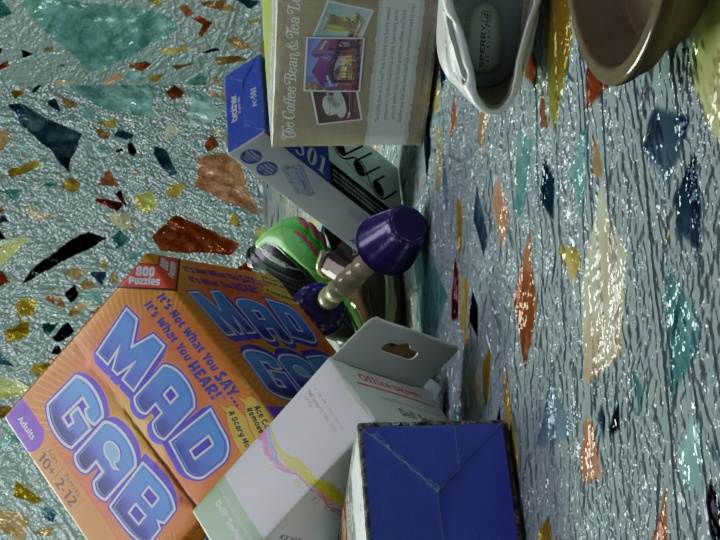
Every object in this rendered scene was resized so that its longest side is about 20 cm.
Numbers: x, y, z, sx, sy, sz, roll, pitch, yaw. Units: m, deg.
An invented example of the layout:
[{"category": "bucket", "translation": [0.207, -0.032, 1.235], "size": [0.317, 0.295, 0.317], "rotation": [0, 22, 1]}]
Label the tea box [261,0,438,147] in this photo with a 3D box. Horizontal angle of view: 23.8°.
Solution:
[{"category": "tea box", "translation": [-0.012, -0.236, 1.390], "size": [0.200, 0.133, 0.197], "rotation": [96, 172, -52]}]

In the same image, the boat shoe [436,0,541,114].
[{"category": "boat shoe", "translation": [0.073, -0.180, 0.930], "size": [0.069, 0.071, 0.200], "rotation": [-103, 6, -59]}]

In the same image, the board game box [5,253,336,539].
[{"category": "board game box", "translation": [-0.131, 0.133, 1.454], "size": [0.200, 0.200, 0.200], "rotation": [50, -162, 24]}]

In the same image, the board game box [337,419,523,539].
[{"category": "board game box", "translation": [0.042, 0.212, 1.104], "size": [0.200, 0.097, 0.160], "rotation": [99, 169, -57]}]

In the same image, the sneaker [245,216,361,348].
[{"category": "sneaker", "translation": [-0.044, 0.030, 1.710], "size": [0.200, 0.084, 0.077], "rotation": [54, -157, -28]}]

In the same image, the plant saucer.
[{"category": "plant saucer", "translation": [0.116, -0.176, 0.698], "size": [0.200, 0.029, 0.200], "rotation": [180, 90, -84]}]

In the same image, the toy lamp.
[{"category": "toy lamp", "translation": [0.000, 0.000, 1.482], "size": [0.200, 0.058, 0.058], "rotation": [133, 138, -56]}]

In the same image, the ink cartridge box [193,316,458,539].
[{"category": "ink cartridge box", "translation": [-0.008, 0.134, 1.213], "size": [0.200, 0.117, 0.067], "rotation": [-49, 52, 17]}]

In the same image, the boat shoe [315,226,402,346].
[{"category": "boat shoe", "translation": [-0.005, 0.003, 1.621], "size": [0.202, 0.075, 0.075], "rotation": [-99, 10, -53]}]

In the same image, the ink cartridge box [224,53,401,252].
[{"category": "ink cartridge box", "translation": [-0.038, -0.096, 1.509], "size": [0.200, 0.044, 0.094], "rotation": [37, -145, -40]}]

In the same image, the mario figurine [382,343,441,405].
[{"category": "mario figurine", "translation": [0.040, 0.159, 1.348], "size": [0.123, 0.106, 0.200], "rotation": [50, -148, -35]}]
